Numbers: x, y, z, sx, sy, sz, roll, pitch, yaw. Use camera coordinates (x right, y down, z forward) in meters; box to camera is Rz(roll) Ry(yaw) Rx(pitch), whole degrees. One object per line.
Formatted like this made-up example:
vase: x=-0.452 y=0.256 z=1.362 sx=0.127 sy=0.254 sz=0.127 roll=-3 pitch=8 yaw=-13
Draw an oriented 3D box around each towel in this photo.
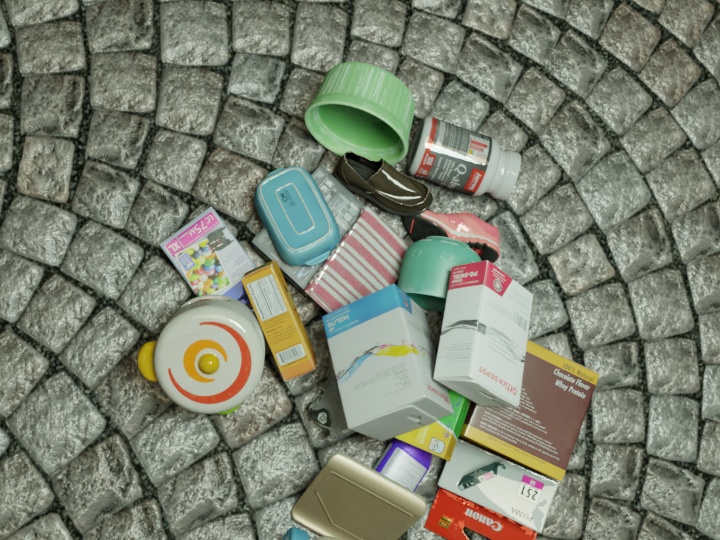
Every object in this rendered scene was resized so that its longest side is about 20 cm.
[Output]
towel: x=0.000 y=0.000 z=1.296 sx=0.146 sy=0.030 sz=0.201 roll=43 pitch=75 yaw=-31

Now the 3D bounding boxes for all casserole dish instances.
casserole dish: x=-0.116 y=-0.104 z=1.259 sx=0.120 sy=0.039 sz=0.202 roll=-26 pitch=72 yaw=-7

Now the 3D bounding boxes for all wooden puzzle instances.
wooden puzzle: x=-0.006 y=0.407 z=1.213 sx=0.183 sy=0.201 sz=0.037 roll=29 pitch=36 yaw=-4

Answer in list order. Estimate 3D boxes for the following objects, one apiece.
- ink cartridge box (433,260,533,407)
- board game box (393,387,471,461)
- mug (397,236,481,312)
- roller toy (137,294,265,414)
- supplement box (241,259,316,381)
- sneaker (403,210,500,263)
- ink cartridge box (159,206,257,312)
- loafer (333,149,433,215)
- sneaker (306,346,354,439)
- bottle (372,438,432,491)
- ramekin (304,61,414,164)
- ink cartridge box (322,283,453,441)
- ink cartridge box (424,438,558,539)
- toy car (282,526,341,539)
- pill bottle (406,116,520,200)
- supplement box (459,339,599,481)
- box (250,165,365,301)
ink cartridge box: x=0.205 y=0.108 z=1.163 sx=0.145 sy=0.083 sz=0.203 roll=32 pitch=61 yaw=-38
board game box: x=0.092 y=0.227 z=1.249 sx=0.198 sy=0.040 sz=0.155 roll=16 pitch=78 yaw=30
mug: x=0.152 y=0.009 z=1.300 sx=0.150 sy=0.185 sz=0.116 roll=9 pitch=79 yaw=17
roller toy: x=-0.254 y=0.139 z=1.189 sx=0.199 sy=0.140 sz=0.184 roll=36 pitch=93 yaw=-11
supplement box: x=-0.143 y=0.088 z=1.248 sx=0.068 sy=0.067 sz=0.203 roll=-20 pitch=98 yaw=1
sneaker: x=0.178 y=-0.079 z=1.357 sx=0.197 sy=0.074 sz=0.087 roll=22 pitch=50 yaw=1
ink cartridge box: x=-0.258 y=0.000 z=1.281 sx=0.119 sy=0.042 sz=0.201 roll=-37 pitch=91 yaw=-12
loafer: x=0.041 y=-0.164 z=1.310 sx=0.197 sy=0.072 sz=0.074 roll=20 pitch=61 yaw=8
sneaker: x=-0.057 y=0.206 z=1.269 sx=0.115 sy=0.075 sz=0.203 roll=-29 pitch=58 yaw=24
bottle: x=0.084 y=0.341 z=1.273 sx=0.083 sy=0.065 sz=0.201 roll=37 pitch=78 yaw=-7
ramekin: x=0.005 y=-0.287 z=1.286 sx=0.197 sy=0.200 sz=0.099 roll=21 pitch=72 yaw=-5
ink cartridge box: x=0.047 y=0.160 z=1.187 sx=0.144 sy=0.147 sz=0.203 roll=-24 pitch=61 yaw=16
ink cartridge box: x=0.231 y=0.421 z=1.262 sx=0.197 sy=0.044 sz=0.176 roll=21 pitch=82 yaw=14
toy car: x=-0.081 y=0.577 z=1.190 sx=0.183 sy=0.177 sz=0.202 roll=28 pitch=107 yaw=-15
pill bottle: x=0.197 y=-0.210 z=1.342 sx=0.197 sy=0.116 sz=0.118 roll=17 pitch=80 yaw=-6
supplement box: x=0.292 y=0.241 z=1.285 sx=0.195 sy=0.133 sz=0.203 roll=25 pitch=79 yaw=-5
box: x=-0.083 y=-0.069 z=1.311 sx=0.157 sy=0.051 sz=0.201 roll=41 pitch=77 yaw=-1
